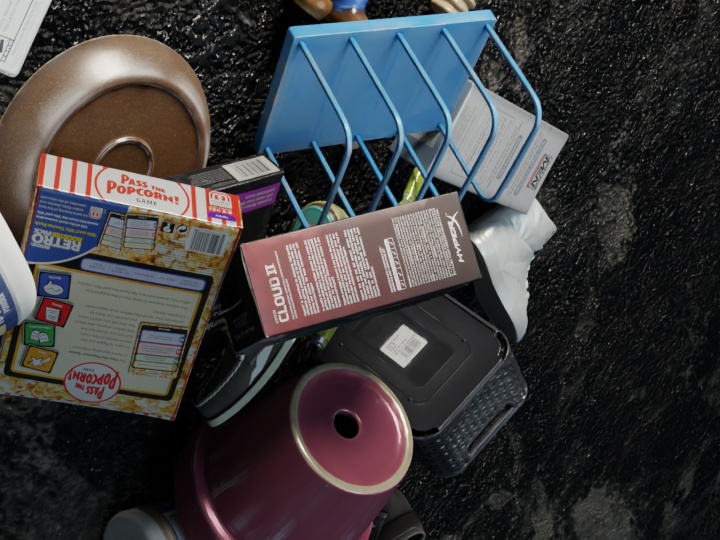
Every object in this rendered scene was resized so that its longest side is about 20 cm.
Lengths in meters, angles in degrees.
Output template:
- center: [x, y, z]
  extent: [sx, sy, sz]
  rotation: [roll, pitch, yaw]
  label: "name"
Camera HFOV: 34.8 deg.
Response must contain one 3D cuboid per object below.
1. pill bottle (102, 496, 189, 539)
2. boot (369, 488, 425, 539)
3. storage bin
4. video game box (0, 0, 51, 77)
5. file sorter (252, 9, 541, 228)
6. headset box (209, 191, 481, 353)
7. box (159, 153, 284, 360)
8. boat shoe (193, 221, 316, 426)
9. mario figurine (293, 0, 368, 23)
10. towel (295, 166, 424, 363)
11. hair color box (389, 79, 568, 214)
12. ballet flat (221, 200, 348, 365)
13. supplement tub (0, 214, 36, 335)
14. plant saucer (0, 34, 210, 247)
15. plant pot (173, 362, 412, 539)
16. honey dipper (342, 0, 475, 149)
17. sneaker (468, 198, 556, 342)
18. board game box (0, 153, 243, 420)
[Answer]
- center: [-0.149, 0.274, 1.155]
  extent: [0.199, 0.111, 0.112]
  rotation: [-7, 122, -45]
  label: "pill bottle"
- center: [-0.026, 0.321, 1.297]
  extent: [0.200, 0.146, 0.070]
  rotation: [-53, 145, -3]
  label: "boot"
- center: [0.054, 0.094, 1.165]
  extent: [0.135, 0.200, 0.094]
  rotation: [-46, 142, -12]
  label: "storage bin"
- center: [-0.253, -0.240, 0.701]
  extent: [0.182, 0.047, 0.201]
  rotation: [17, 104, -54]
  label: "video game box"
- center: [0.033, -0.123, 0.981]
  extent: [0.199, 0.123, 0.139]
  rotation: [-12, 149, -28]
  label: "file sorter"
- center: [-0.025, 0.007, 0.926]
  extent: [0.199, 0.078, 0.149]
  rotation: [-16, 175, -17]
  label: "headset box"
- center: [-0.148, 0.004, 0.977]
  extent: [0.143, 0.036, 0.201]
  rotation: [-21, 142, -45]
  label: "box"
- center: [-0.088, 0.047, 1.030]
  extent: [0.061, 0.072, 0.202]
  rotation: [40, 86, -21]
  label: "boat shoe"
- center: [0.028, -0.283, 0.924]
  extent: [0.201, 0.106, 0.123]
  rotation: [-59, 172, 15]
  label: "mario figurine"
- center: [0.000, 0.000, 1.103]
  extent: [0.201, 0.023, 0.144]
  rotation: [-57, 179, -13]
  label: "towel"
- center: [0.127, -0.133, 1.192]
  extent: [0.199, 0.061, 0.099]
  rotation: [15, 106, -51]
  label: "hair color box"
- center: [-0.065, 0.027, 1.103]
  extent: [0.071, 0.071, 0.201]
  rotation: [17, 104, -52]
  label: "ballet flat"
- center: [-0.328, 0.018, 0.734]
  extent: [0.200, 0.144, 0.145]
  rotation: [-36, 139, -24]
  label: "supplement tub"
- center: [-0.193, -0.083, 0.901]
  extent: [0.200, 0.032, 0.201]
  rotation: [-29, 137, -32]
  label: "plant saucer"
- center: [-0.050, 0.182, 1.069]
  extent: [0.199, 0.201, 0.179]
  rotation: [-14, 159, -41]
  label: "plant pot"
- center: [0.047, -0.195, 1.078]
  extent: [0.200, 0.038, 0.038]
  rotation: [-53, 143, 2]
  label: "honey dipper"
- center: [0.189, -0.008, 1.345]
  extent: [0.115, 0.074, 0.201]
  rotation: [-40, 140, -14]
  label: "sneaker"
- center: [-0.191, 0.020, 0.883]
  extent: [0.150, 0.046, 0.201]
  rotation: [12, 124, -19]
  label: "board game box"
